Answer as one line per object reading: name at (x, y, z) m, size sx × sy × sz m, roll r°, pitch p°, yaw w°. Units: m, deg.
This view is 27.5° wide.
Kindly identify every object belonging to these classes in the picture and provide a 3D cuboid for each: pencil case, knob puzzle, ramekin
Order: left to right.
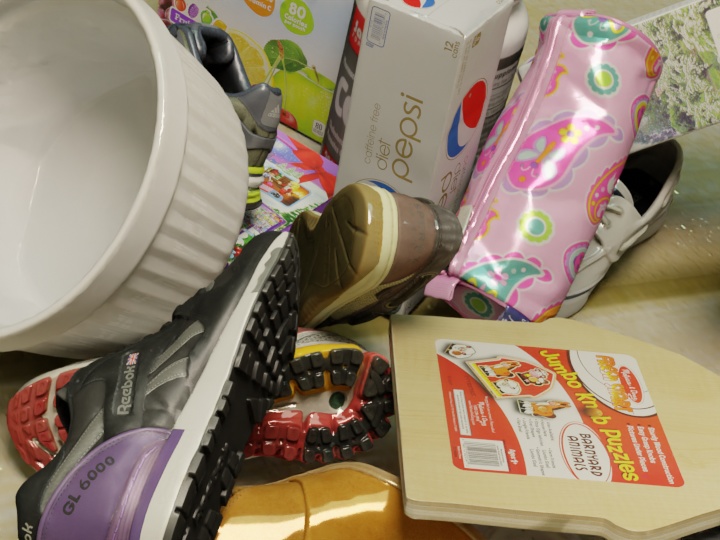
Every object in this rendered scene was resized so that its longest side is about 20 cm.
ramekin at (-0.153, -0.047, 0.785) m, size 0.200 × 0.200 × 0.105 m, roll 45°, pitch 8°, yaw 34°
pencil case at (0.108, -0.057, 0.882) m, size 0.087 × 0.087 × 0.201 m, roll 25°, pitch 80°, yaw 13°
knob puzzle at (0.114, 0.082, 0.724) m, size 0.218 × 0.031 × 0.220 m, roll 6°, pitch 25°, yaw -3°

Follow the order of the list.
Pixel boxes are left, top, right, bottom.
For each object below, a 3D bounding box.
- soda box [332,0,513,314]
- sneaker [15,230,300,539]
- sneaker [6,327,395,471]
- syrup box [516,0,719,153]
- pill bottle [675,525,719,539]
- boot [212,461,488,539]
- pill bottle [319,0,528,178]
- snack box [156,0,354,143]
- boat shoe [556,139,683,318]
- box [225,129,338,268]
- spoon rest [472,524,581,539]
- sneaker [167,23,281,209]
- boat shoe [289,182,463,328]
soda box at (0.030, -0.074, 0.874) m, size 0.063 × 0.201 × 0.068 m, roll 26°, pitch 39°, yaw 18°
sneaker at (-0.089, 0.048, 0.661) m, size 0.087 × 0.076 × 0.201 m, roll 11°, pitch 45°, yaw 13°
sneaker at (-0.084, 0.072, 0.773) m, size 0.198 × 0.078 × 0.082 m, roll -3°, pitch 14°, yaw -17°
syrup box at (0.209, -0.133, 0.967) m, size 0.199 × 0.079 × 0.081 m, roll -19°, pitch 9°, yaw 16°
pill bottle at (0.225, 0.186, 0.690) m, size 0.199 × 0.107 × 0.106 m, roll 17°, pitch 37°, yaw 4°
boot at (-0.046, 0.152, 0.671) m, size 0.200 × 0.071 × 0.145 m, roll 23°, pitch 57°, yaw 4°
pill bottle at (0.043, -0.133, 0.954) m, size 0.113 × 0.201 × 0.114 m, roll 9°, pitch 37°, yaw -7°
snack box at (-0.054, -0.213, 1.023) m, size 0.168 × 0.201 × 0.068 m, roll 29°, pitch 39°, yaw 19°
boat shoe at (0.155, -0.034, 0.973) m, size 0.072 × 0.066 × 0.199 m, roll 41°, pitch 46°, yaw 22°
box at (-0.119, -0.066, 0.948) m, size 0.199 × 0.039 × 0.137 m, roll 32°, pitch 41°, yaw 21°
spoon rest at (0.076, 0.124, 0.771) m, size 0.099 × 0.061 × 0.201 m, roll 5°, pitch 52°, yaw -11°
sneaker at (-0.118, -0.121, 0.894) m, size 0.200 × 0.081 × 0.074 m, roll 39°, pitch 20°, yaw 23°
boat shoe at (0.000, -0.001, 0.808) m, size 0.065 × 0.201 × 0.072 m, roll 8°, pitch 78°, yaw -14°
